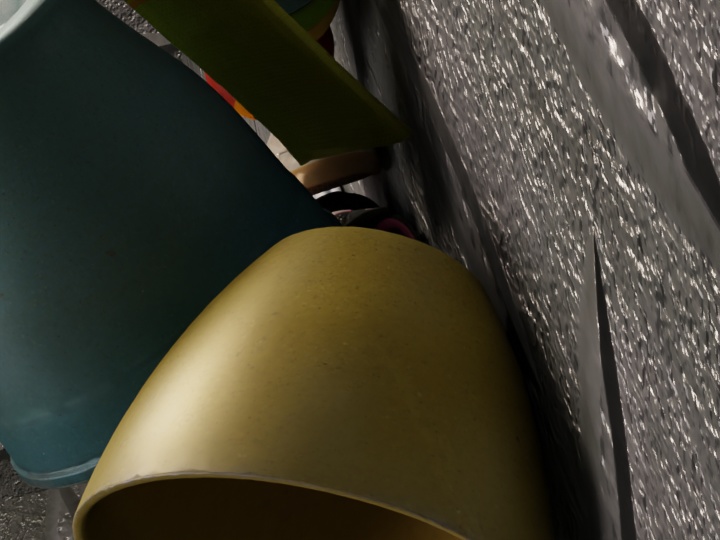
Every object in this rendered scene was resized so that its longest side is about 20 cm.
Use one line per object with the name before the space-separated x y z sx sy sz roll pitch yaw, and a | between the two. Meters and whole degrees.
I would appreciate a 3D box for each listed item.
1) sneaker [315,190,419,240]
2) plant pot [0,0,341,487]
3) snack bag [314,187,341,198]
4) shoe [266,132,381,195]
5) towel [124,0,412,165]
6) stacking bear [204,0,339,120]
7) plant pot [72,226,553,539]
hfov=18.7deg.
sneaker | 0.000 0.000 1.170 0.080 0.086 0.200 51 -160 -12
plant pot | -0.140 -0.034 1.053 0.188 0.200 0.200 54 -178 -20
snack bag | -0.013 0.018 1.546 0.189 0.021 0.201 -117 15 -65
shoe | -0.031 -0.072 1.273 0.200 0.070 0.054 -140 30 -84
towel | -0.067 -0.118 1.060 0.200 0.018 0.086 41 153 -30
stacking bear | -0.057 -0.153 1.173 0.200 0.121 0.114 81 -176 -61
plant pot | -0.006 0.068 0.920 0.200 0.199 0.143 87 -165 -60
